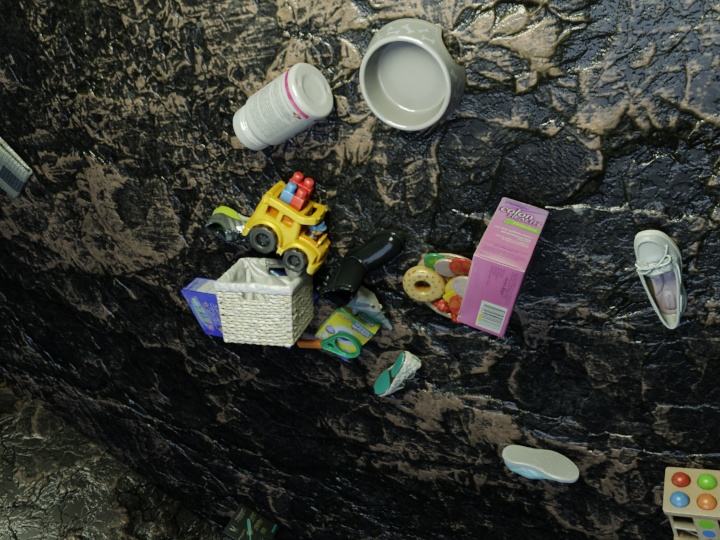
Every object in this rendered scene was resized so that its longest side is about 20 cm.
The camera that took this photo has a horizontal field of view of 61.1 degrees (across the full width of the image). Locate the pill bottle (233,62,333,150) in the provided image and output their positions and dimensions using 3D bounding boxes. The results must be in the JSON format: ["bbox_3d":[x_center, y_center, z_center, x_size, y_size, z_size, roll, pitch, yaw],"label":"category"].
[{"bbox_3d":[-0.161,-0.323,1.231,0.200,0.113,0.113,-19,116,39],"label":"pill bottle"}]

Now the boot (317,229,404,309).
[{"bbox_3d":[0.000,-0.001,1.379,0.198,0.163,0.073,-23,114,41],"label":"boot"}]

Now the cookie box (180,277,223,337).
[{"bbox_3d":[-0.396,0.113,1.756,0.200,0.075,0.172,6,130,38],"label":"cookie box"}]

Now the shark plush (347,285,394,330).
[{"bbox_3d":[0.003,0.081,1.525,0.200,0.091,0.083,28,127,-28],"label":"shark plush"}]

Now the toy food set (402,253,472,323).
[{"bbox_3d":[0.207,0.041,1.373,0.200,0.049,0.198,43,137,-8],"label":"toy food set"}]

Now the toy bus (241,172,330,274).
[{"bbox_3d":[-0.143,-0.119,1.402,0.200,0.136,0.192,32,120,-1],"label":"toy bus"}]

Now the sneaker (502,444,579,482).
[{"bbox_3d":[0.481,0.524,1.625,0.199,0.074,0.082,12,141,32],"label":"sneaker"}]

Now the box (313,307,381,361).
[{"bbox_3d":[-0.031,0.153,1.615,0.117,0.048,0.200,37,135,-3],"label":"box"}]

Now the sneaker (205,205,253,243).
[{"bbox_3d":[-0.299,-0.094,1.532,0.199,0.081,0.074,17,134,17],"label":"sneaker"}]

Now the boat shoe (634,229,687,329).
[{"bbox_3d":[0.560,0.016,1.135,0.074,0.065,0.202,-8,122,35],"label":"boat shoe"}]

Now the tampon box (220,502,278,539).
[{"bbox_3d":[-0.487,1.152,2.670,0.200,0.150,0.126,30,136,4],"label":"tampon box"}]

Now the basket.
[{"bbox_3d":[-0.229,0.072,1.505,0.197,0.200,0.161,3,111,11],"label":"basket"}]

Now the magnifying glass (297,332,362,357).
[{"bbox_3d":[-0.085,0.200,1.642,0.199,0.022,0.080,-1,127,33],"label":"magnifying glass"}]

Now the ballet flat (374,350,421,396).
[{"bbox_3d":[0.103,0.288,1.642,0.072,0.072,0.200,34,136,0],"label":"ballet flat"}]

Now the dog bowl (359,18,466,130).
[{"bbox_3d":[0.088,-0.346,1.106,0.199,0.059,0.201,17,134,18],"label":"dog bowl"}]

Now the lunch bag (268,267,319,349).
[{"bbox_3d":[-0.203,0.086,1.644,0.150,0.094,0.200,31,124,5],"label":"lunch bag"}]

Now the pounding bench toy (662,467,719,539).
[{"bbox_3d":[0.819,0.548,1.401,0.199,0.124,0.156,-8,122,35],"label":"pounding bench toy"}]

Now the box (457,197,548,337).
[{"bbox_3d":[0.277,-0.008,1.184,0.096,0.200,0.176,20,134,15],"label":"box"}]

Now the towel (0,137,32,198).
[{"bbox_3d":[-1.088,-0.329,1.835,0.200,0.035,0.192,47,138,-16],"label":"towel"}]
